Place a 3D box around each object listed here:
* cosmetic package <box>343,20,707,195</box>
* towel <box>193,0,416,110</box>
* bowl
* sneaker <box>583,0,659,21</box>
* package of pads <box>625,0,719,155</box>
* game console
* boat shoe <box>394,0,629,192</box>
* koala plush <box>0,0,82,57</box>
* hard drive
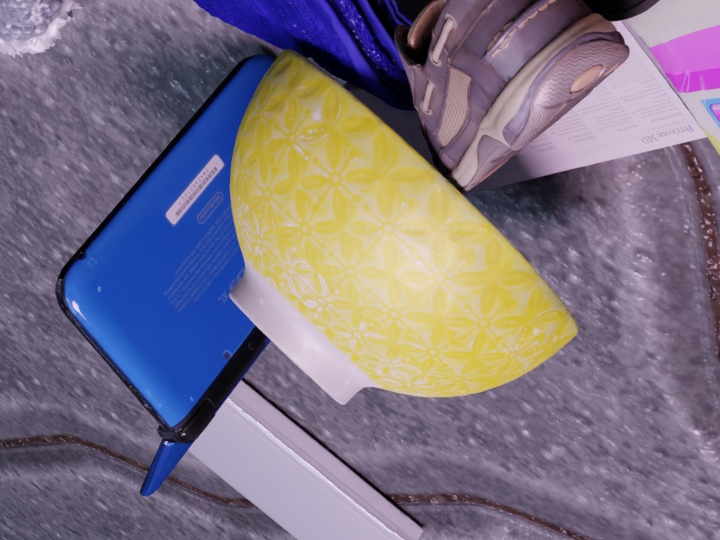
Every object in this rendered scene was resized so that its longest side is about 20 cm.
[{"bbox_3d":[0.082,-0.091,0.854,0.083,0.051,0.199,49,148,-21],"label":"cosmetic package"},{"bbox_3d":[-0.053,-0.152,0.853,0.199,0.050,0.148,32,161,49],"label":"towel"},{"bbox_3d":[0.000,0.000,0.865,0.200,0.108,0.200,43,178,2],"label":"bowl"},{"bbox_3d":[0.146,-0.160,0.649,0.199,0.093,0.076,-4,138,48],"label":"sneaker"},{"bbox_3d":[0.220,-0.068,0.719,0.154,0.069,0.200,-4,135,49],"label":"package of pads"},{"bbox_3d":[-0.091,0.005,1.025,0.118,0.201,0.171,-6,129,50],"label":"game console"},{"bbox_3d":[0.056,-0.089,0.745,0.074,0.074,0.200,52,169,0],"label":"boat shoe"},{"bbox_3d":[-0.196,-0.202,0.807,0.201,0.183,0.178,52,161,29],"label":"koala plush"},{"bbox_3d":[-0.056,0.162,1.382,0.199,0.026,0.132,39,150,-4],"label":"hard drive"}]
